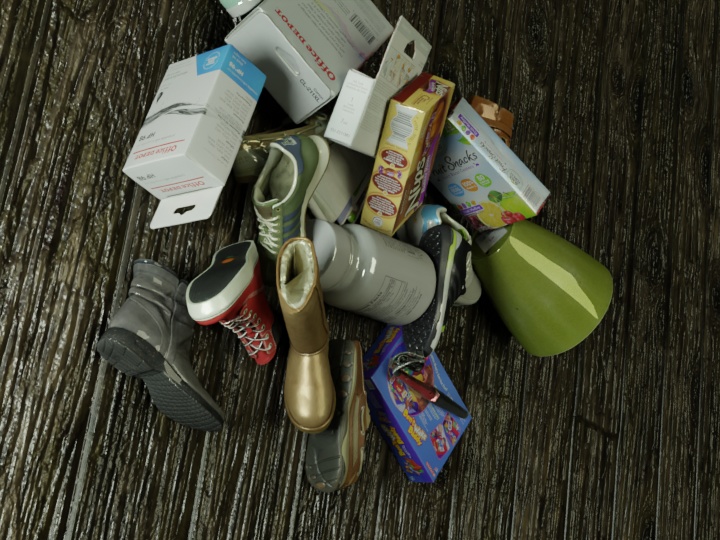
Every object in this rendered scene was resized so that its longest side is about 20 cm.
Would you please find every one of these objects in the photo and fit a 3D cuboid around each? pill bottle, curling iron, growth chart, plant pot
[{"bbox_3d":[0.000,0.000,1.486,0.200,0.114,0.115,20,70,-46],"label":"pill bottle"},{"bbox_3d":[0.105,0.168,1.567,0.200,0.049,0.026,46,20,-44],"label":"curling iron"},{"bbox_3d":[-0.021,-0.138,1.550,0.200,0.018,0.145,-55,129,-38],"label":"growth chart"},{"bbox_3d":[0.264,0.005,1.755,0.200,0.187,0.188,40,56,-28],"label":"plant pot"}]

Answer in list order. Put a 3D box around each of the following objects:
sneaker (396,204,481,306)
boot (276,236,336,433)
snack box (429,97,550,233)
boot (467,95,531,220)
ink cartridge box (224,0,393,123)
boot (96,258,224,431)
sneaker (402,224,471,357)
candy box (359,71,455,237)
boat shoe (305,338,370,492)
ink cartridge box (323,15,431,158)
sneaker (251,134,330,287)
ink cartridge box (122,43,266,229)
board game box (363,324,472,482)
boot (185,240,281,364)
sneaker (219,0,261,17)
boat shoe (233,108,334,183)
[{"bbox_3d":[0.133,-0.018,1.668,0.200,0.081,0.077,50,49,-34],"label":"sneaker"},{"bbox_3d":[-0.071,0.083,1.347,0.200,0.066,0.176,86,-2,-61],"label":"boot"},{"bbox_3d":[0.164,-0.151,1.639,0.200,0.142,0.053,45,60,-17],"label":"snack box"},{"bbox_3d":[0.221,-0.178,1.798,0.200,0.077,0.156,27,70,-29],"label":"boot"},{"bbox_3d":[-0.064,-0.308,1.444,0.146,0.083,0.200,49,43,-13],"label":"ink cartridge box"},{"bbox_3d":[-0.205,0.086,1.280,0.200,0.070,0.132,54,42,-36],"label":"boot"},{"bbox_3d":[0.121,0.032,1.568,0.083,0.072,0.201,22,76,-37],"label":"sneaker"},{"bbox_3d":[0.064,-0.160,1.530,0.117,0.056,0.201,-48,156,-52],"label":"candy box"},{"bbox_3d":[-0.026,0.191,1.469,0.074,0.075,0.201,14,82,-52],"label":"boat shoe"},{"bbox_3d":[0.026,-0.239,1.462,0.200,0.043,0.174,1,111,-76],"label":"ink cartridge box"},{"bbox_3d":[-0.107,-0.075,1.365,0.090,0.067,0.201,-3,116,-57],"label":"sneaker"},{"bbox_3d":[-0.197,-0.154,1.282,0.067,0.116,0.201,40,56,-38],"label":"ink cartridge box"},{"bbox_3d":[0.075,0.186,1.598,0.135,0.045,0.200,-51,121,-40],"label":"board game box"},{"bbox_3d":[-0.139,0.059,1.306,0.200,0.072,0.145,-68,143,-72],"label":"boot"},{"bbox_3d":[-0.138,-0.428,1.424,0.118,0.074,0.201,53,48,-26],"label":"sneaker"},{"bbox_3d":[-0.094,-0.177,1.440,0.200,0.073,0.063,-34,114,-38],"label":"boat shoe"}]
